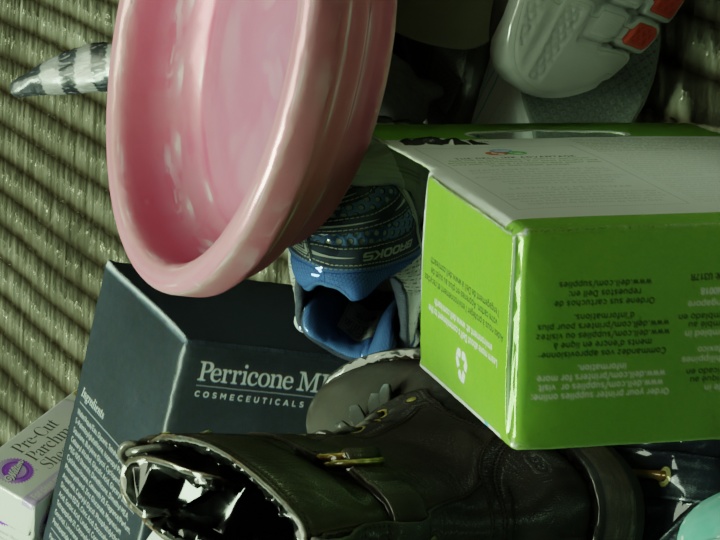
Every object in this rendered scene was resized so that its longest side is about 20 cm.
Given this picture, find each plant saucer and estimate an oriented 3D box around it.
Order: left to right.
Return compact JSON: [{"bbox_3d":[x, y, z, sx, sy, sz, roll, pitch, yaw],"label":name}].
[{"bbox_3d":[-0.040,-0.088,1.129,0.200,0.051,0.202,-171,90,-66],"label":"plant saucer"}]

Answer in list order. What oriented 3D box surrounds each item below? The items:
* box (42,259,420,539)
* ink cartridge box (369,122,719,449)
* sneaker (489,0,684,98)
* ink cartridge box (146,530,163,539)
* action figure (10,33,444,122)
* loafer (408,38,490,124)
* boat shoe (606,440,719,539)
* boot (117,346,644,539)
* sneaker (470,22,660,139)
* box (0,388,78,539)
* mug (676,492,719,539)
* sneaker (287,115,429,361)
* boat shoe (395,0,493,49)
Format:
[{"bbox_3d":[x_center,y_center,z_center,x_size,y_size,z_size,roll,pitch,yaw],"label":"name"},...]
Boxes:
[{"bbox_3d":[-0.051,0.112,1.305,0.107,0.148,0.201,37,117,60],"label":"box"},{"bbox_3d":[0.090,-0.002,1.048,0.200,0.147,0.076,-143,53,-69],"label":"ink cartridge box"},{"bbox_3d":[0.091,-0.159,1.134,0.082,0.077,0.201,13,74,48],"label":"sneaker"},{"bbox_3d":[-0.031,0.167,1.150,0.084,0.200,0.145,42,106,25],"label":"ink cartridge box"},{"bbox_3d":[-0.048,-0.075,1.292,0.193,0.105,0.201,13,131,35],"label":"action figure"},{"bbox_3d":[0.059,-0.129,1.245,0.201,0.063,0.072,100,148,-47],"label":"loafer"},{"bbox_3d":[0.087,0.069,1.135,0.200,0.070,0.092,13,95,56],"label":"boat shoe"},{"bbox_3d":[-0.012,0.069,1.061,0.200,0.173,0.070,17,102,53],"label":"boot"},{"bbox_3d":[0.072,-0.032,1.200,0.080,0.070,0.201,-122,47,-73],"label":"sneaker"},{"bbox_3d":[-0.110,0.071,1.400,0.041,0.200,0.039,25,128,23],"label":"box"},{"bbox_3d":[0.130,0.169,0.955,0.185,0.114,0.152,-51,21,-15],"label":"mug"},{"bbox_3d":[0.000,0.000,1.223,0.200,0.077,0.086,54,-136,-71],"label":"sneaker"},{"bbox_3d":[-0.002,-0.163,1.195,0.200,0.062,0.071,39,124,24],"label":"boat shoe"}]
